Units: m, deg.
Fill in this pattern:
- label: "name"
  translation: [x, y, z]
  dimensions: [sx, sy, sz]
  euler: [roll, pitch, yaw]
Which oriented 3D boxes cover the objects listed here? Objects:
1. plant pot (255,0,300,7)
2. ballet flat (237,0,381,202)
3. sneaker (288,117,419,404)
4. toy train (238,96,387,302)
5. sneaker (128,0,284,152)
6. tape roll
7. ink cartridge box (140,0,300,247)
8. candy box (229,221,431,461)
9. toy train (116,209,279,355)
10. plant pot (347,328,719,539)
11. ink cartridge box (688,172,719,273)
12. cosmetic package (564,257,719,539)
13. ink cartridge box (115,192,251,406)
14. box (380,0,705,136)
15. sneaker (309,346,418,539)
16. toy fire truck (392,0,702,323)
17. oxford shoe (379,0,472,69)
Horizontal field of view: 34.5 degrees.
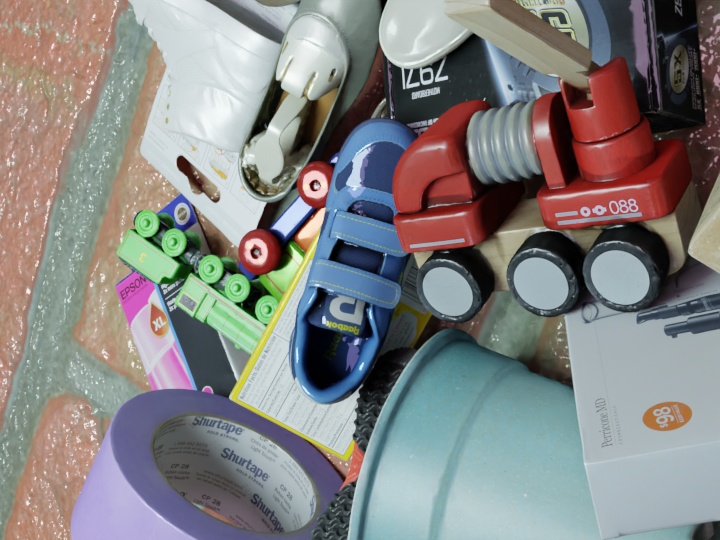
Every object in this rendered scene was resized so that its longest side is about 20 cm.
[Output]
- label: "plant pot"
  translation: [-0.073, -0.321, 0.816]
  dimensions: [0.199, 0.173, 0.202]
  euler: [-29, 44, 32]
- label: "ballet flat"
  translation: [-0.039, -0.125, 0.826]
  dimensions: [0.067, 0.064, 0.201]
  euler: [33, 133, 7]
- label: "sneaker"
  translation: [0.000, 0.000, 0.773]
  dimensions: [0.073, 0.082, 0.203]
  euler: [14, 106, 1]
- label: "toy train"
  translation: [0.010, -0.038, 0.865]
  dimensions: [0.116, 0.085, 0.200]
  euler: [47, 109, 8]
- label: "sneaker"
  translation: [-0.147, -0.170, 0.923]
  dimensions: [0.199, 0.073, 0.117]
  euler: [37, 114, 28]
- label: "tape roll"
  translation: [-0.108, 0.182, 0.866]
  dimensions: [0.199, 0.199, 0.086]
  euler: [40, 113, 29]
- label: "ink cartridge box"
  translation: [-0.094, -0.142, 0.961]
  dimensions: [0.162, 0.050, 0.202]
  euler: [41, 122, 28]
- label: "candy box"
  translation: [-0.006, 0.031, 0.839]
  dimensions: [0.101, 0.026, 0.202]
  euler: [29, 105, -3]
- label: "toy train"
  translation: [-0.116, 0.019, 0.944]
  dimensions: [0.199, 0.042, 0.057]
  euler: [35, 98, 17]
- label: "plant pot"
  translation: [0.122, 0.156, 0.717]
  dimensions: [0.194, 0.199, 0.204]
  euler: [13, 97, 27]
- label: "ink cartridge box"
  translation: [0.259, -0.098, 0.575]
  dimensions: [0.075, 0.165, 0.201]
  euler: [31, 145, 6]
- label: "cosmetic package"
  translation: [0.191, 0.055, 0.630]
  dimensions: [0.149, 0.201, 0.052]
  euler: [-14, 112, 12]
- label: "ink cartridge box"
  translation: [-0.156, 0.040, 1.004]
  dimensions: [0.094, 0.037, 0.202]
  euler: [-33, 69, 30]
- label: "box"
  translation: [0.116, -0.166, 0.776]
  dimensions: [0.198, 0.086, 0.167]
  euler: [-5, 87, 35]
- label: "sneaker"
  translation: [0.028, 0.162, 0.806]
  dimensions: [0.070, 0.093, 0.203]
  euler: [-1, 65, 45]
- label: "toy fire truck"
  translation: [0.088, -0.075, 0.676]
  dimensions: [0.174, 0.129, 0.202]
  euler: [-5, 115, 34]
- label: "oxford shoe"
  translation: [0.071, -0.212, 0.721]
  dimensions: [0.200, 0.057, 0.076]
  euler: [-48, 66, 27]
